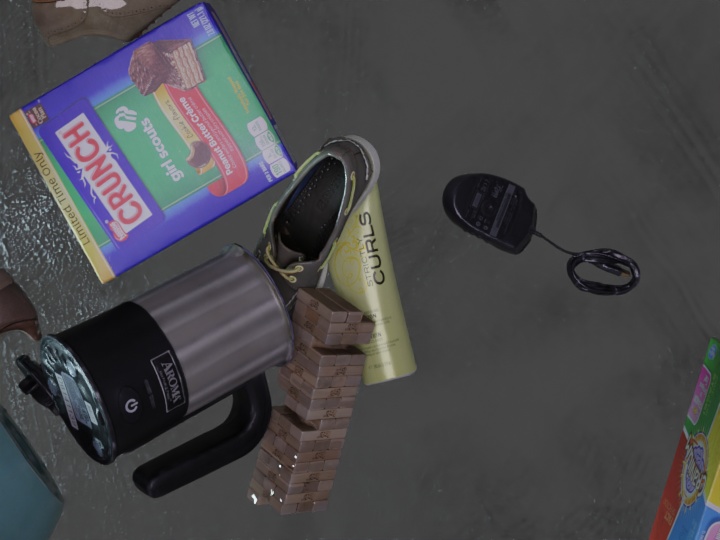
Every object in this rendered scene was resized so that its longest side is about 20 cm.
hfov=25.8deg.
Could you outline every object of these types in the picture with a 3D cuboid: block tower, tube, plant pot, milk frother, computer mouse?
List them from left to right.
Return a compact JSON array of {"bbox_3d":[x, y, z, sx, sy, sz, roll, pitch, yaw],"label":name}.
[{"bbox_3d":[-0.354,0.197,1.355,0.160,0.200,0.202,-36,95,-9],"label":"plant pot"},{"bbox_3d":[-0.186,0.074,1.370,0.187,0.199,0.182,-27,133,-28],"label":"milk frother"},{"bbox_3d":[-0.043,0.120,1.389,0.054,0.058,0.202,1,112,-40],"label":"block tower"},{"bbox_3d":[0.000,0.000,1.408,0.057,0.052,0.203,-15,92,-27],"label":"tube"},{"bbox_3d":[0.162,-0.029,1.419,0.198,0.034,0.059,28,78,-9],"label":"computer mouse"}]

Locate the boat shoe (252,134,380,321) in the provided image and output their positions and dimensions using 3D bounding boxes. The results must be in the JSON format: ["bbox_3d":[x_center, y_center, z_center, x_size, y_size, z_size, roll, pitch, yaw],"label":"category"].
[{"bbox_3d":[-0.054,-0.028,1.375,0.072,0.060,0.203,36,111,13],"label":"boat shoe"}]

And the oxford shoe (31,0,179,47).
[{"bbox_3d":[-0.192,-0.244,1.381,0.197,0.071,0.076,-9,122,-1],"label":"oxford shoe"}]

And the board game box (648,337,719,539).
[{"bbox_3d":[0.312,0.170,1.377,0.040,0.153,0.203,16,95,-1],"label":"board game box"}]

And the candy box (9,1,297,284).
[{"bbox_3d":[-0.179,-0.113,1.378,0.198,0.077,0.170,-30,96,4],"label":"candy box"}]

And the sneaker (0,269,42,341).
[{"bbox_3d":[-0.374,0.087,1.399,0.199,0.070,0.076,-39,96,4],"label":"sneaker"}]
